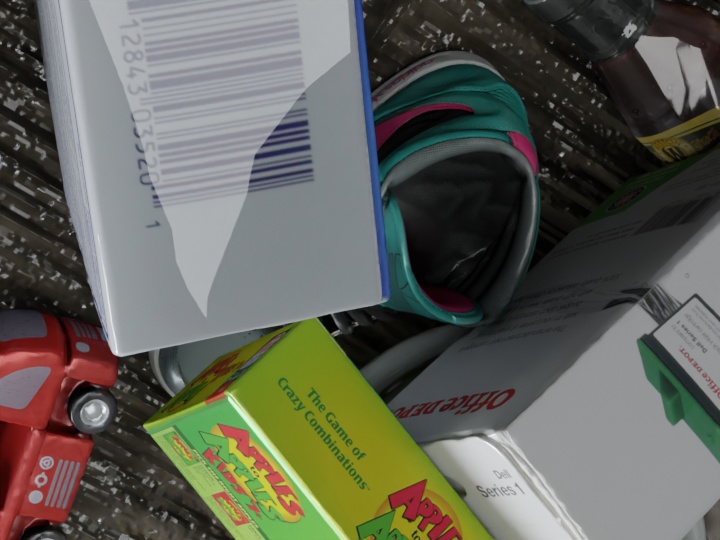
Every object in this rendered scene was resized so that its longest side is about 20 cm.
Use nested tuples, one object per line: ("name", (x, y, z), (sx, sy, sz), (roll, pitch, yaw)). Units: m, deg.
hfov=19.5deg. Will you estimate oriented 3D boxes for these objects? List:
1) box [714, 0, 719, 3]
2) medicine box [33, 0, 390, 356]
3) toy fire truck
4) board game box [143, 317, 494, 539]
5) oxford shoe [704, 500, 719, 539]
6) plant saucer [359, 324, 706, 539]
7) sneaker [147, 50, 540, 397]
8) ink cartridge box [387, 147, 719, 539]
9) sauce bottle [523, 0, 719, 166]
("box", (0.173, -0.224, 0.881), (0.110, 0.035, 0.200), (35, 97, -24))
("medicine box", (-0.066, -0.095, 0.772), (0.102, 0.200, 0.183), (-10, 112, -9))
("toy fire truck", (-0.195, 0.103, 0.884), (0.140, 0.049, 0.201), (14, 106, -27))
("board game box", (0.010, 0.116, 0.809), (0.048, 0.101, 0.200), (-42, 97, -26))
("oxford shoe", (0.182, 0.128, 0.994), (0.084, 0.073, 0.201), (-26, 114, -7))
("plant saucer", (0.054, 0.124, 0.908), (0.199, 0.050, 0.202), (4, 80, -21))
("sneaker", (0.000, 0.000, 0.869), (0.200, 0.121, 0.084), (-44, 115, 3))
("ink cartridge box", (0.106, 0.038, 0.836), (0.200, 0.146, 0.084), (-42, 100, -24))
("sauce bottle", (0.152, -0.071, 0.917), (0.200, 0.066, 0.066), (37, 97, -22))
